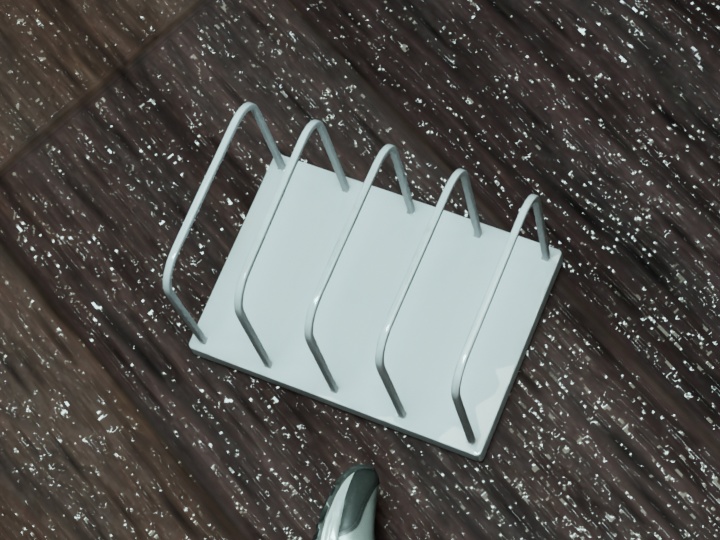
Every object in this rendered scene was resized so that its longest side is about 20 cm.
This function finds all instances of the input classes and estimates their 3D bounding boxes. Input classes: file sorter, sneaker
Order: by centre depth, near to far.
[{"bbox_3d":[0.004,0.212,1.116,0.078,0.074,0.202,0,75,1],"label":"sneaker"},{"bbox_3d":[0.000,0.000,1.163,0.198,0.125,0.140,19,73,17],"label":"file sorter"}]
